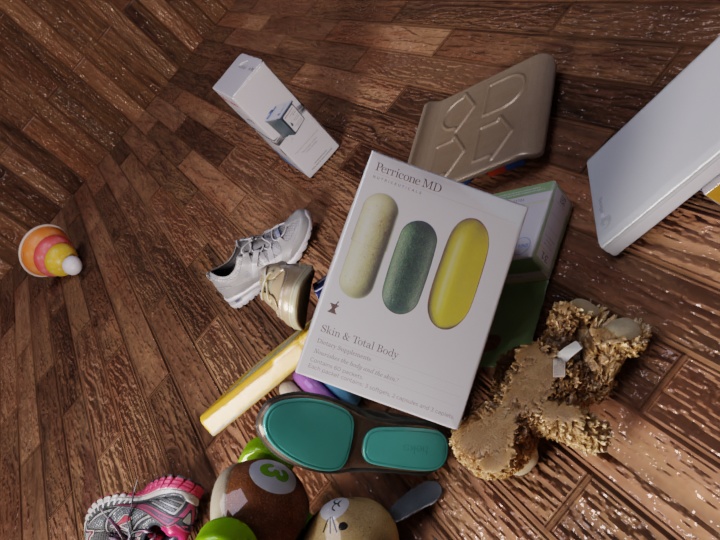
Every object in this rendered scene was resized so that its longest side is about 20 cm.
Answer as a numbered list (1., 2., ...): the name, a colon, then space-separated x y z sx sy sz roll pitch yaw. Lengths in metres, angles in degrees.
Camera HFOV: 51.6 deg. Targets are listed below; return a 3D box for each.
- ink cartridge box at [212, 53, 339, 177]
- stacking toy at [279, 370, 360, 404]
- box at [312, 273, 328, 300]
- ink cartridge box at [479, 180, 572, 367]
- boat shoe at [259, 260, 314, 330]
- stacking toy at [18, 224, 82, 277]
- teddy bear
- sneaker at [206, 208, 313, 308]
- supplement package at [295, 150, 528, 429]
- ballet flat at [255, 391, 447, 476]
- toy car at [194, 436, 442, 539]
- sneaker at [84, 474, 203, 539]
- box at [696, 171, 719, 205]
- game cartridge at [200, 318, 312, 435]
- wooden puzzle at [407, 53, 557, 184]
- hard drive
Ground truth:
1. ink cartridge box: -0.149 -0.272 1.308 0.086 0.200 0.146 -48 31 -1
2. stacking toy: 0.001 0.090 0.852 0.200 0.085 0.085 -48 31 -6
3. box: 0.000 0.000 0.882 0.120 0.033 0.200 -33 2 -3
4. ink cartridge box: 0.135 0.005 0.802 0.145 0.048 0.202 -8 47 46
5. boat shoe: -0.091 0.023 0.888 0.200 0.064 0.073 -108 28 -82
6. stacking toy: -0.793 -0.028 1.963 0.199 0.146 0.147 23 73 38
7. teddy bear: 0.167 0.106 0.649 0.144 0.067 0.201 10 57 44
8. sneaker: -0.156 -0.027 1.166 0.200 0.082 0.075 -44 32 9
9. supplement package: 0.043 0.021 0.703 0.151 0.150 0.202 114 175 -85
10. ballet flat: -0.013 0.156 0.696 0.068 0.198 0.069 1 74 65
11. toy car: -0.024 0.235 0.674 0.197 0.160 0.164 -14 15 13
12. sneaker: -0.289 0.326 0.957 0.199 0.080 0.075 -29 38 28
13. box: 0.358 -0.144 0.646 0.200 0.041 0.120 -51 23 43
14. game cartridge: -0.091 0.104 0.913 0.200 0.033 0.176 -42 1 13
15. wooden puzzle: 0.160 -0.180 0.976 0.198 0.046 0.187 -14 46 37
16. hard drive: 0.294 -0.121 0.693 0.200 0.026 0.133 -48 24 43
